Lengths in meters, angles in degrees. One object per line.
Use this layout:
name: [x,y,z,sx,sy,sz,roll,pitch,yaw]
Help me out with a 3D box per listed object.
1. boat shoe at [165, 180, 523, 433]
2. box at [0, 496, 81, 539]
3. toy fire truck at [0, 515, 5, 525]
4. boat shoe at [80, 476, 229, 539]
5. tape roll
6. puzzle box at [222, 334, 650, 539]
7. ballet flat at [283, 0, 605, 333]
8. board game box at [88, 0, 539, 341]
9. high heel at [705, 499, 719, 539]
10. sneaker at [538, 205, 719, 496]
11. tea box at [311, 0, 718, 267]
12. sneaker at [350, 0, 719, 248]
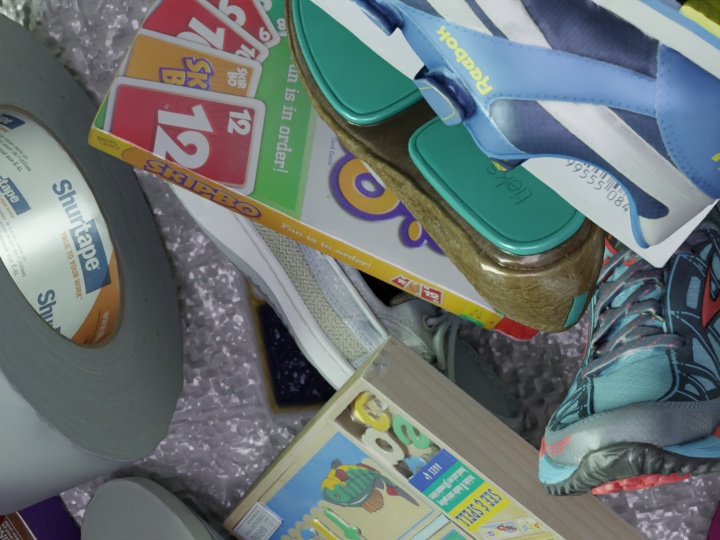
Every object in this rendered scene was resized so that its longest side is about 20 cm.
boat shoe: [0.000,-0.001,0.917,0.065,0.074,0.202,-43,85,20]
box: [-0.211,0.128,1.025,0.137,0.039,0.200,-29,99,21]
toy fire truck: [-0.215,0.143,0.902,0.112,0.200,0.169,2,107,14]
boat shoe: [-0.049,0.173,0.981,0.201,0.071,0.070,47,112,24]
tape roll: [-0.151,-0.006,0.880,0.066,0.200,0.201,-24,101,19]
puzzle box: [0.025,0.111,0.910,0.133,0.025,0.200,38,150,-1]
ballet flat: [0.031,-0.046,0.827,0.068,0.200,0.072,-30,140,-13]
board game box: [-0.001,-0.053,0.886,0.199,0.030,0.096,25,72,-5]
high heel: [0.141,0.167,0.955,0.200,0.067,0.096,-44,72,22]
sneaker: [0.104,0.020,0.830,0.079,0.200,0.096,-13,103,19]
tea box: [0.078,-0.133,0.785,0.200,0.197,0.134,38,111,0]
sneaker: [0.037,-0.079,0.669,0.200,0.074,0.082,31,113,3]
